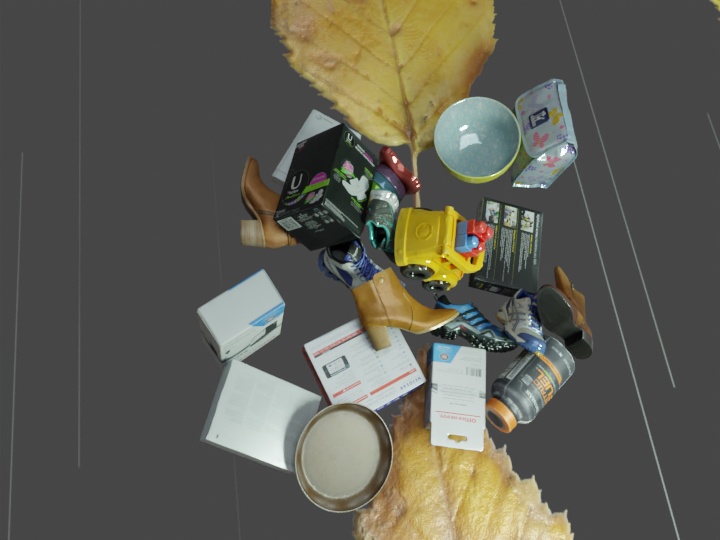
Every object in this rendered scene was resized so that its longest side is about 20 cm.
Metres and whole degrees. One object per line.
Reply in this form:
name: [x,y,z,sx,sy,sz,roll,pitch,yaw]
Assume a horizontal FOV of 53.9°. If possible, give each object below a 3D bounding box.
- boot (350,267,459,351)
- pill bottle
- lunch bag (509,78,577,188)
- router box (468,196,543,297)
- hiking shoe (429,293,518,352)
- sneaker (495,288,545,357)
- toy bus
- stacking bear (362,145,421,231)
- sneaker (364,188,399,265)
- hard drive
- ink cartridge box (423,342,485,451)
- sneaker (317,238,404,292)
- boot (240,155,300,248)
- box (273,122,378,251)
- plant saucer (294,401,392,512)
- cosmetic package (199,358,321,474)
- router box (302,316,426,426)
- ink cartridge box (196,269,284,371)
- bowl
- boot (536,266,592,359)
boot: [0.089,0.061,1.418,0.196,0.071,0.148,-19,86,-8]
pill bottle: [0.336,0.233,1.431,0.106,0.107,0.199,44,69,11]
lunch bag: [0.408,-0.310,1.602,0.123,0.200,0.175,1,69,-17]
router box: [0.323,-0.048,1.570,0.145,0.051,0.205,13,67,-5]
hiking shoe: [0.242,0.110,1.483,0.195,0.075,0.089,17,67,-1]
sneaker: [0.335,0.098,1.435,0.074,0.201,0.089,32,104,-19]
toy bus: [0.189,-0.048,1.439,0.188,0.199,0.140,-8,65,35]
stacking bear: [0.019,-0.148,1.536,0.200,0.114,0.122,-44,88,-10]
sneaker: [0.049,-0.071,1.468,0.076,0.202,0.093,5,52,27]
hard drive: [-0.098,-0.257,1.605,0.129,0.027,0.203,27,67,3]
ink cartridge box: [0.188,0.258,1.420,0.112,0.067,0.206,8,67,-5]
sneaker: [-0.001,0.000,1.469,0.196,0.116,0.082,29,68,4]
boot: [-0.181,-0.147,1.521,0.150,0.077,0.206,-1,70,-7]
box: [-0.069,-0.169,1.452,0.124,0.146,0.205,39,53,-38]
plant saucer: [-0.033,0.350,1.337,0.195,0.032,0.207,0,90,-21]
cosmetic package: [-0.184,0.278,1.331,0.197,0.051,0.154,27,63,-21]
router box: [0.006,0.193,1.429,0.196,0.049,0.183,-24,74,-17]
ink cartridge box: [-0.226,0.100,1.350,0.143,0.201,0.084,-33,78,-19]
bowl: [0.263,-0.278,1.615,0.194,0.108,0.206,-2,70,6]
boot: [0.422,0.052,1.462,0.188,0.068,0.202,43,34,-19]
